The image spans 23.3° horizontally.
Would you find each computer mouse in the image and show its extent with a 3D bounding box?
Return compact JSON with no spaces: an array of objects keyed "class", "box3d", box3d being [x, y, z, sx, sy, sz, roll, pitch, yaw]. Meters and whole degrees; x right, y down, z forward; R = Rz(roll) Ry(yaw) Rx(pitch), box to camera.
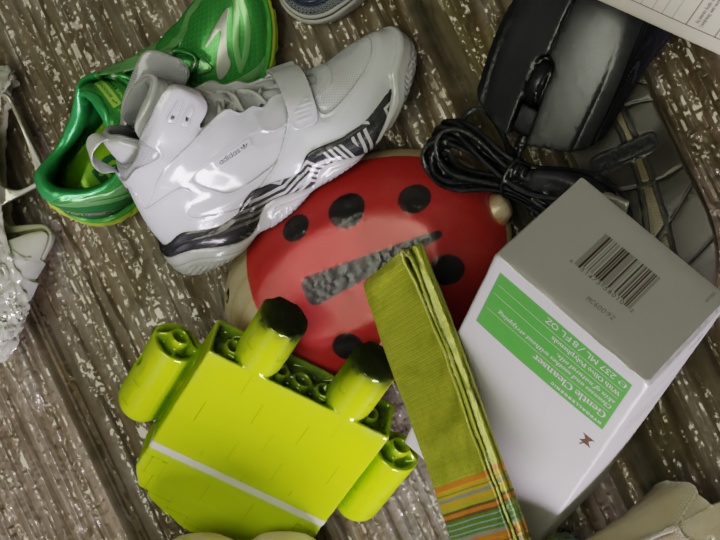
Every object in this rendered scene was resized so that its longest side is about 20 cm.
[{"class":"computer mouse","box3d":[0.124,-0.125,0.989,0.138,0.053,0.201,24,84,29]}]

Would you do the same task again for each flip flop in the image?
[{"class":"flip flop","box3d":[0.156,-0.047,1.019,0.081,0.058,0.201,-20,73,11]}]

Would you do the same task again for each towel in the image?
[{"class":"towel","box3d":[0.046,0.090,0.964,0.018,0.086,0.201,-15,80,-25]}]

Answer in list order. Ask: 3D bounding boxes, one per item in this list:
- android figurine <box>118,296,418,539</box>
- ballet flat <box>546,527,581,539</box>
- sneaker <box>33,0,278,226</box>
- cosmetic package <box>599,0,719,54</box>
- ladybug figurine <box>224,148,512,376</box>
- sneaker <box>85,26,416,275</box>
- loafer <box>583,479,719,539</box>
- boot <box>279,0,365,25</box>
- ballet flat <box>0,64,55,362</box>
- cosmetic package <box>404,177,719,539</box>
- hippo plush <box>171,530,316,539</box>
[{"class":"android figurine","box3d":[-0.060,0.103,1.069,0.181,0.041,0.200,25,130,-10]},{"class":"ballet flat","box3d":[0.090,0.253,1.051,0.074,0.074,0.201,12,98,16]},{"class":"sneaker","box3d":[-0.126,-0.103,1.084,0.074,0.083,0.200,47,106,18]},{"class":"cosmetic package","box3d":[0.158,-0.192,0.913,0.199,0.071,0.105,24,141,-7]},{"class":"ladybug figurine","box3d":[0.000,0.000,1.061,0.199,0.072,0.136,-28,86,18]},{"class":"sneaker","box3d":[-0.065,-0.096,1.035,0.200,0.075,0.115,-41,123,4]},{"class":"loafer","box3d":[0.170,0.158,1.005,0.199,0.076,0.069,-8,74,-12]},{"class":"boot","box3d":[0.002,-0.236,1.029,0.073,0.090,0.201,36,104,11]},{"class":"ballet flat","box3d":[-0.234,-0.042,1.139,0.071,0.072,0.201,-9,92,18]},{"class":"cosmetic package","box3d":[0.109,0.058,0.970,0.107,0.085,0.200,40,144,15]},{"class":"hippo plush","box3d":[-0.083,0.263,1.041,0.159,0.161,0.200,37,105,-21]}]
